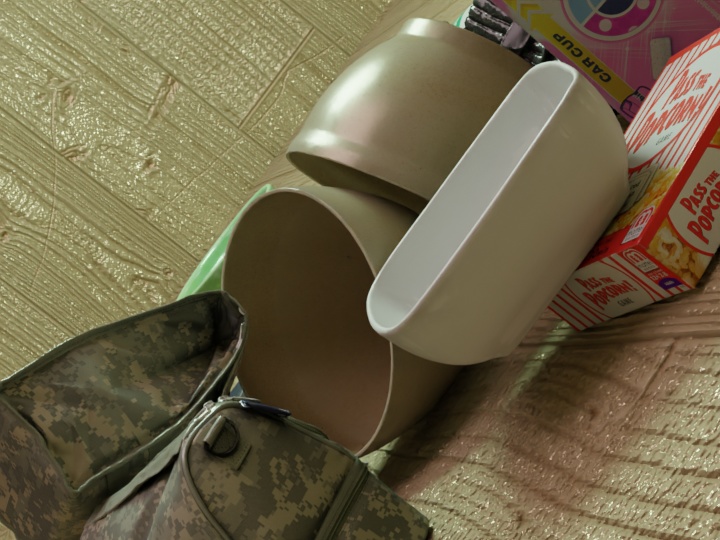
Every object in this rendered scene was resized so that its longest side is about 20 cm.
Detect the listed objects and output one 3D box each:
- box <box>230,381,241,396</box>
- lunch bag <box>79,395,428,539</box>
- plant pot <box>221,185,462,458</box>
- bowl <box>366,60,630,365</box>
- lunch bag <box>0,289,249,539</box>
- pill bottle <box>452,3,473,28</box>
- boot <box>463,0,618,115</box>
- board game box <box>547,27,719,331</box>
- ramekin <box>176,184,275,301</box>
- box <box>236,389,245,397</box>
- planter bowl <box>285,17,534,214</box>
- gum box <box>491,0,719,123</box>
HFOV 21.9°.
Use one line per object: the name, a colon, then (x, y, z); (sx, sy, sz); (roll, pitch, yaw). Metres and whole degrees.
box: (-0.066, 0.096, 1.792); (0.200, 0.051, 0.158); (-53, 11, -6)
lunch bag: (-0.078, 0.179, 1.189); (0.200, 0.168, 0.140); (-40, 15, 50)
plant pot: (0.010, 0.030, 1.358); (0.134, 0.201, 0.200); (-12, -18, -37)
bowl: (0.091, -0.028, 1.152); (0.200, 0.075, 0.200); (-54, 9, 4)
lunch bag: (-0.167, 0.111, 1.345); (0.200, 0.118, 0.164); (-33, -16, -33)
pill bottle: (0.121, -0.187, 1.748); (0.200, 0.113, 0.113); (-42, 14, 49)
boot: (0.180, -0.216, 1.453); (0.211, 0.079, 0.158); (-48, 42, 11)
board game box: (0.197, -0.065, 1.136); (0.200, 0.046, 0.151); (-57, 10, -21)
ramekin: (-0.138, -0.001, 2.343); (0.200, 0.098, 0.200); (-51, 10, 12)
box: (-0.133, 0.206, 1.494); (0.158, 0.050, 0.200); (-56, 5, 26)
planter bowl: (0.061, -0.104, 1.387); (0.135, 0.199, 0.200); (-65, 11, -5)
gum box: (0.168, -0.208, 1.332); (0.114, 0.200, 0.066); (-48, 10, 16)
